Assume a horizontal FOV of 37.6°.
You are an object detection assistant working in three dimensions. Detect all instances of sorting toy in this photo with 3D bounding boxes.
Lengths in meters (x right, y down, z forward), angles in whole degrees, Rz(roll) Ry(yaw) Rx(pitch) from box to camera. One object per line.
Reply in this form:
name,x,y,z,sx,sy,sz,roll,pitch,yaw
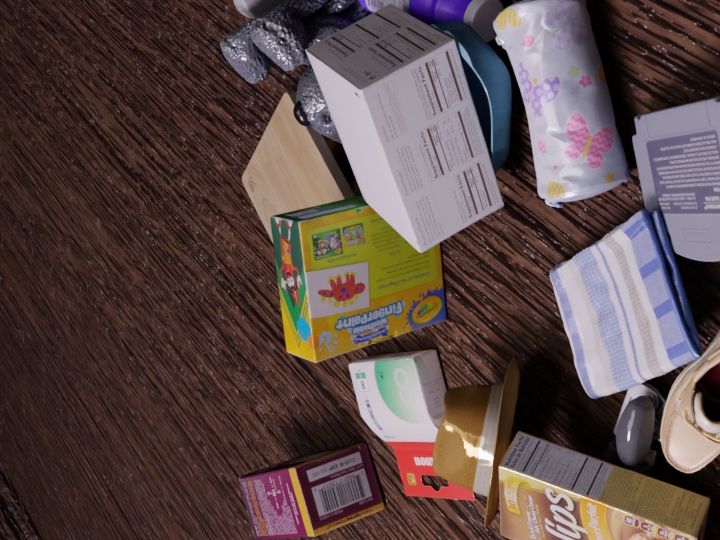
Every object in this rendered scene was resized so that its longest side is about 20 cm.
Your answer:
sorting toy,-0.064,-0.107,1.436,0.201,0.069,0.199,62,145,19

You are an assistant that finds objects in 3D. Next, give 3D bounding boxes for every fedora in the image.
fedora,0.126,0.183,1.167,0.081,0.201,0.203,10,118,9

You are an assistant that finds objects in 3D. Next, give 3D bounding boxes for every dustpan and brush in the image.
dustpan and brush,-0.104,-0.350,1.379,0.057,0.139,0.201,46,164,25

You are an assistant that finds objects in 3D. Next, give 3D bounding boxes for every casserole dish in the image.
casserole dish,0.118,-0.181,1.109,0.122,0.039,0.201,54,169,28

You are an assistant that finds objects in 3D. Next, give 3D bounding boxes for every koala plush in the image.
koala plush,-0.034,-0.243,1.287,0.201,0.183,0.177,60,161,-14

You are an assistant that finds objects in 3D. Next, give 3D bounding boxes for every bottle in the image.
bottle,0.074,-0.301,1.156,0.200,0.065,0.084,36,128,44

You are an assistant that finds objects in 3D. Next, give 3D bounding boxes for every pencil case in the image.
pencil case,0.193,-0.165,1.011,0.083,0.090,0.202,-33,-73,-84

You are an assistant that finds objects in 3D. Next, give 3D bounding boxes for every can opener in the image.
can opener,0.262,0.200,1.076,0.053,0.066,0.202,40,134,38

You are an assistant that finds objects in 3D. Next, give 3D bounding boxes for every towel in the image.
towel,0.249,0.038,1.021,0.200,0.024,0.149,134,124,-67

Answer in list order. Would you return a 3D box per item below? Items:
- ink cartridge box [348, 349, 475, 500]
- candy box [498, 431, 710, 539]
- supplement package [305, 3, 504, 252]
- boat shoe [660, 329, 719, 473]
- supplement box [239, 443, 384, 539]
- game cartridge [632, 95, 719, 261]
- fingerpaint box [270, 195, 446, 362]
ink cartridge box,0.064,0.209,1.395,0.160,0.050,0.203,-13,90,57
candy box,0.238,0.246,1.054,0.198,0.055,0.116,16,135,26
supplement package,0.047,-0.152,1.120,0.156,0.110,0.201,47,162,55
boat shoe,0.317,0.115,0.943,0.073,0.069,0.202,27,129,15
supplement box,-0.075,0.331,1.576,0.199,0.130,0.104,-26,80,56
game cartridge,0.290,-0.076,0.889,0.200,0.040,0.135,-157,59,-81
fingerpaint box,0.000,0.000,1.266,0.073,0.198,0.169,13,114,54
